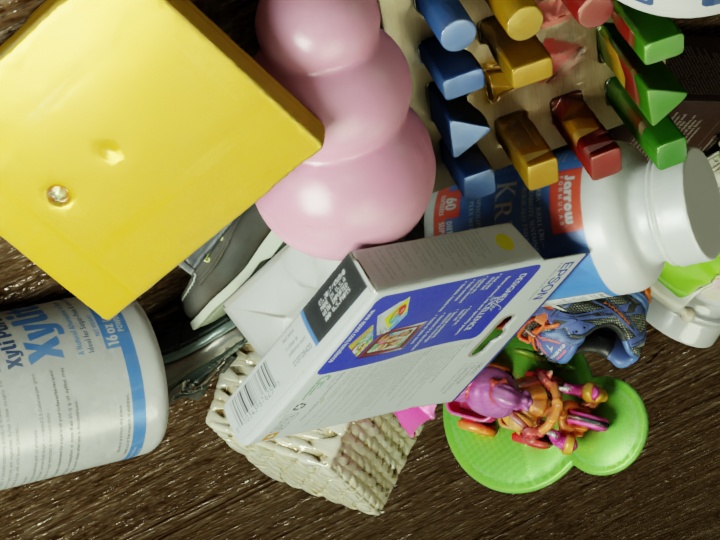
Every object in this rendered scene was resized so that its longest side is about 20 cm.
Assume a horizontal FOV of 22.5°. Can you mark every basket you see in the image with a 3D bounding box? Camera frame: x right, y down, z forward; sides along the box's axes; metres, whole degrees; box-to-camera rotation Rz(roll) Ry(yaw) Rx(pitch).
[{"bbox_3d":[-0.035,0.117,1.544,0.124,0.135,0.200,-67,159,-14],"label":"basket"}]

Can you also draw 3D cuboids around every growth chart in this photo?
[{"bbox_3d":[0.291,-0.038,1.464,0.144,0.018,0.200,27,129,-26],"label":"growth chart"}]

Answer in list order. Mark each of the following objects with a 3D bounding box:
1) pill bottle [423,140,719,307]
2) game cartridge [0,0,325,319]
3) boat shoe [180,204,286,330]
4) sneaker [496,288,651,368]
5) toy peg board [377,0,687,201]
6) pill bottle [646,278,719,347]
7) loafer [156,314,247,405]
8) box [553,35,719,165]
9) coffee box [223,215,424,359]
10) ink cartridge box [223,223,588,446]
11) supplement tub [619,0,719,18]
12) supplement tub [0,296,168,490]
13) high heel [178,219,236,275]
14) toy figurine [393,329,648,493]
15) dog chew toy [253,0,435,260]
[{"bbox_3d":[0.156,-0.033,1.320,0.199,0.113,0.112,-11,164,29],"label":"pill bottle"},{"bbox_3d":[-0.151,-0.080,1.106,0.200,0.032,0.176,-37,116,24],"label":"game cartridge"},{"bbox_3d":[-0.088,-0.023,1.357,0.072,0.061,0.201,-36,174,-42],"label":"boat shoe"},{"bbox_3d":[0.150,0.033,1.451,0.199,0.079,0.075,5,151,-20],"label":"sneaker"},{"bbox_3d":[0.124,-0.134,1.202,0.198,0.098,0.200,-20,134,-8],"label":"toy peg board"},{"bbox_3d":[0.319,-0.036,1.568,0.111,0.111,0.200,2,124,-45],"label":"pill bottle"},{"bbox_3d":[-0.154,0.085,1.482,0.199,0.063,0.072,-28,-160,21],"label":"loafer"},{"bbox_3d":[0.229,-0.126,1.408,0.199,0.075,0.100,-3,147,-34],"label":"box"},{"bbox_3d":[0.000,0.000,1.375,0.113,0.080,0.200,-41,173,28],"label":"coffee box"},{"bbox_3d":[0.031,0.042,1.267,0.199,0.047,0.198,-12,152,-41],"label":"ink cartridge box"},{"bbox_3d":[0.191,-0.253,1.043,0.144,0.145,0.200,-23,156,-3],"label":"supplement tub"},{"bbox_3d":[-0.255,0.094,1.350,0.199,0.132,0.132,-12,153,-27],"label":"supplement tub"},{"bbox_3d":[-0.124,-0.101,1.199,0.143,0.071,0.200,-51,138,-7],"label":"high heel"},{"bbox_3d":[0.109,0.106,1.479,0.199,0.151,0.184,13,177,35],"label":"toy figurine"},{"bbox_3d":[-0.018,-0.106,1.162,0.124,0.125,0.201,-18,128,-13],"label":"dog chew toy"}]
